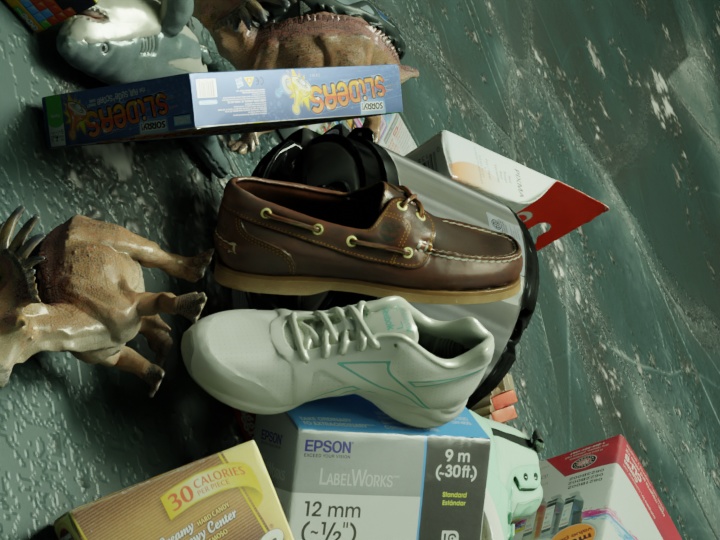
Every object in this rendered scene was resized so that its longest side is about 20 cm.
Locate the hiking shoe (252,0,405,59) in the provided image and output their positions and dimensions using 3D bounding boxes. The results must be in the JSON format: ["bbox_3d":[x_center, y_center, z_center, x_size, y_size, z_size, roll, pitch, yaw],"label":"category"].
[{"bbox_3d":[-0.039,-0.225,1.494,0.200,0.074,0.087,25,42,-40],"label":"hiking shoe"}]

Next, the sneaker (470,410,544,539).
[{"bbox_3d":[0.108,0.192,1.407,0.118,0.074,0.201,19,46,-37],"label":"sneaker"}]

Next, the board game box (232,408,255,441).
[{"bbox_3d":[-0.027,0.117,1.340,0.103,0.019,0.200,68,23,-3],"label":"board game box"}]

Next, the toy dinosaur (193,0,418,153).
[{"bbox_3d":[-0.038,-0.166,1.377,0.086,0.200,0.136,-119,-148,-57],"label":"toy dinosaur"}]

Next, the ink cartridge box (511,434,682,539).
[{"bbox_3d":[0.169,0.261,1.482,0.145,0.145,0.200,60,24,-19],"label":"ink cartridge box"}]

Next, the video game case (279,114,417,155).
[{"bbox_3d":[-0.009,-0.116,1.568,0.182,0.024,0.200,59,26,-20],"label":"video game case"}]

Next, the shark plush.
[{"bbox_3d":[-0.150,-0.127,1.270,0.200,0.091,0.083,70,33,-58],"label":"shark plush"}]

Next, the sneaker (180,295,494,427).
[{"bbox_3d":[-0.011,0.044,1.115,0.200,0.080,0.071,5,54,-26],"label":"sneaker"}]

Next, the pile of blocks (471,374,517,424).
[{"bbox_3d":[0.096,0.125,1.544,0.082,0.062,0.200,56,26,-27],"label":"pile of blocks"}]

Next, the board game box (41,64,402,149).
[{"bbox_3d":[-0.086,-0.107,1.190,0.200,0.135,0.035,-10,95,-49],"label":"board game box"}]

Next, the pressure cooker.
[{"bbox_3d":[0.002,-0.002,1.281,0.200,0.179,0.176,23,9,-31],"label":"pressure cooker"}]

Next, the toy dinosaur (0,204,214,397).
[{"bbox_3d":[-0.164,0.005,1.075,0.135,0.086,0.200,25,17,-8],"label":"toy dinosaur"}]

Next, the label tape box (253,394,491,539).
[{"bbox_3d":[0.006,0.134,1.170,0.143,0.066,0.200,6,93,-29],"label":"label tape box"}]

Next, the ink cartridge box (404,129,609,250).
[{"bbox_3d":[0.079,-0.027,1.459,0.200,0.162,0.050,22,49,-38],"label":"ink cartridge box"}]

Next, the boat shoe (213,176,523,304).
[{"bbox_3d":[0.009,-0.021,1.142,0.070,0.200,0.070,-123,-141,-65],"label":"boat shoe"}]

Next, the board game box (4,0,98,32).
[{"bbox_3d":[-0.227,-0.282,1.196,0.165,0.057,0.200,50,30,-40],"label":"board game box"}]

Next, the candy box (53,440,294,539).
[{"bbox_3d":[-0.079,0.209,1.018,0.115,0.055,0.200,-20,84,-23],"label":"candy box"}]
